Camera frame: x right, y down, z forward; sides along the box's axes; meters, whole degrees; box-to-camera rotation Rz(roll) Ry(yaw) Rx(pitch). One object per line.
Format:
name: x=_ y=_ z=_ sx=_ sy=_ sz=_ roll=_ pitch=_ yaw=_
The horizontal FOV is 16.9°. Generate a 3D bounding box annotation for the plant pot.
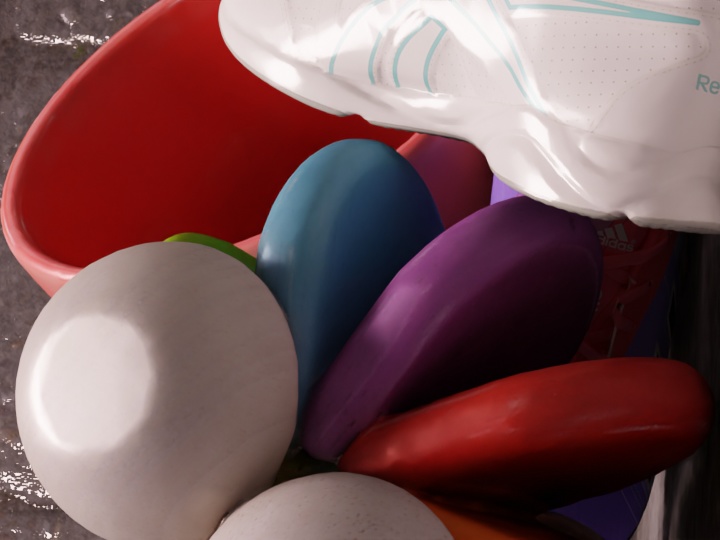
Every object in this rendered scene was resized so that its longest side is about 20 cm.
plant pot: x=0.000 y=0.000 z=0.869 sx=0.178 sy=0.200 sz=0.201 roll=59 pitch=-160 yaw=-32

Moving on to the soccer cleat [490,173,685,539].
soccer cleat: x=0.068 y=0.000 z=0.736 sx=0.073 sy=0.068 sz=0.201 roll=-113 pitch=26 yaw=-76

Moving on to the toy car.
toy car: x=0.018 y=0.048 z=0.668 sx=0.200 sy=0.150 sz=0.175 roll=52 pitch=-163 yaw=26

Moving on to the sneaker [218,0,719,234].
sneaker: x=0.036 y=-0.071 z=0.679 sx=0.200 sy=0.070 sz=0.081 roll=23 pitch=104 yaw=46
